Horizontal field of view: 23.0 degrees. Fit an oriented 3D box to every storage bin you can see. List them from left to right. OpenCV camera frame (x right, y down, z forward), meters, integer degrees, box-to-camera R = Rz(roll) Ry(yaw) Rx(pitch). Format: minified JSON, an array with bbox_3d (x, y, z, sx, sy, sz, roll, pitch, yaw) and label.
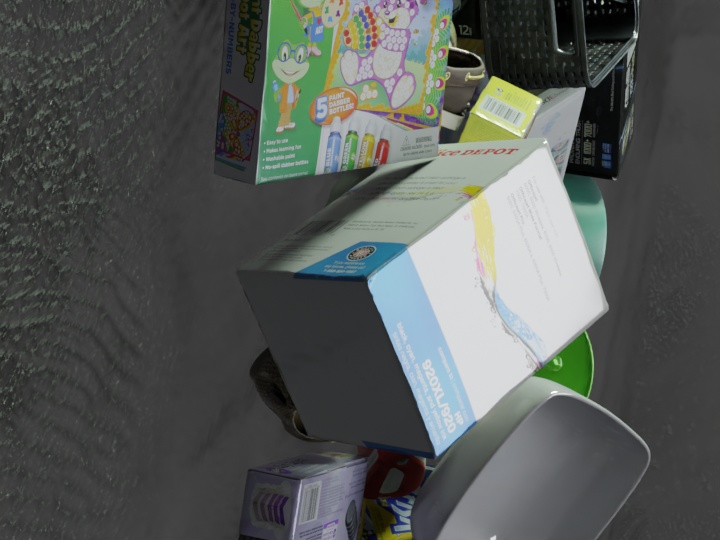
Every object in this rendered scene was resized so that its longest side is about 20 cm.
[{"bbox_3d":[0.178,-0.247,1.569,0.200,0.093,0.136,-44,131,-59],"label":"storage bin"}]

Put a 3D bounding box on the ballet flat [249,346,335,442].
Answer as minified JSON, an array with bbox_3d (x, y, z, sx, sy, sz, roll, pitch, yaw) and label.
[{"bbox_3d":[-0.032,0.104,1.367,0.067,0.046,0.200,-43,156,-3],"label":"ballet flat"}]

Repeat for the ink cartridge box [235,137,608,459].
[{"bbox_3d":[0.048,0.014,1.262,0.200,0.147,0.145,-36,114,-33],"label":"ink cartridge box"}]

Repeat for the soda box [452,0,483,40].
[{"bbox_3d":[0.105,-0.275,1.605,0.200,0.070,0.064,-53,146,-56],"label":"soda box"}]

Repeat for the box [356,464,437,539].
[{"bbox_3d":[0.028,0.251,1.576,0.200,0.070,0.065,-80,180,-60],"label":"box"}]

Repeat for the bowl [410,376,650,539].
[{"bbox_3d":[0.138,0.187,1.544,0.200,0.075,0.200,-53,137,3],"label":"bowl"}]

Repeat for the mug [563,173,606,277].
[{"bbox_3d":[0.171,-0.041,1.886,0.185,0.114,0.153,-133,-130,-64],"label":"mug"}]

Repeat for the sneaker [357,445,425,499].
[{"bbox_3d":[0.033,0.105,1.523,0.200,0.078,0.116,123,-38,-47],"label":"sneaker"}]

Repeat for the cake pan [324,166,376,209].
[{"bbox_3d":[0.000,0.000,1.473,0.200,0.037,0.201,10,90,-74],"label":"cake pan"}]

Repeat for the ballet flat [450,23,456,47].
[{"bbox_3d":[0.042,-0.196,1.433,0.200,0.070,0.071,60,42,-61],"label":"ballet flat"}]

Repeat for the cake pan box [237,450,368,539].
[{"bbox_3d":[-0.054,0.244,1.415,0.200,0.052,0.185,-1,99,-74],"label":"cake pan box"}]

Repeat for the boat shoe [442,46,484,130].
[{"bbox_3d":[0.029,-0.160,1.341,0.200,0.072,0.060,16,109,-55],"label":"boat shoe"}]

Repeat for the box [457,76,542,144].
[{"bbox_3d":[0.086,-0.057,1.468,0.075,0.050,0.200,-58,173,-52],"label":"box"}]

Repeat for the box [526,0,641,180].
[{"bbox_3d":[0.196,-0.205,1.801,0.086,0.163,0.201,-63,158,-45],"label":"box"}]

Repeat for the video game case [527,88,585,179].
[{"bbox_3d":[0.120,-0.076,1.624,0.182,0.024,0.200,-32,157,-18],"label":"video game case"}]

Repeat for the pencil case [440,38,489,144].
[{"bbox_3d":[0.108,-0.157,1.674,0.091,0.083,0.201,-43,143,-41],"label":"pencil case"}]

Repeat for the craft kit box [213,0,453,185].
[{"bbox_3d":[-0.012,-0.167,1.201,0.200,0.048,0.199,-14,111,-49],"label":"craft kit box"}]

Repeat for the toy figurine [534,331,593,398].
[{"bbox_3d":[0.096,0.067,1.668,0.151,0.200,0.184,-57,-161,-3],"label":"toy figurine"}]

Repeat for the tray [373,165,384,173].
[{"bbox_3d":[0.027,-0.048,1.430,0.108,0.022,0.201,73,31,-57],"label":"tray"}]
